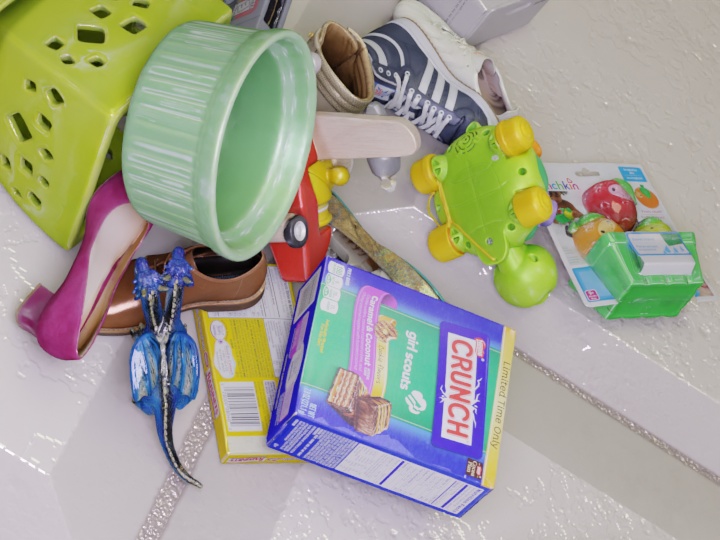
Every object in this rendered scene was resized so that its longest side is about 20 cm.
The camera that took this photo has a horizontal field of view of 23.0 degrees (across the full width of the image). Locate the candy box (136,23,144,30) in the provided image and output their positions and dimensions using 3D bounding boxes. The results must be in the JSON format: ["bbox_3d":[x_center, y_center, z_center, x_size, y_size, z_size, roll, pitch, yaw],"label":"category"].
[{"bbox_3d":[-0.182,-0.329,1.756,0.071,0.200,0.169,24,50,-12],"label":"candy box"}]

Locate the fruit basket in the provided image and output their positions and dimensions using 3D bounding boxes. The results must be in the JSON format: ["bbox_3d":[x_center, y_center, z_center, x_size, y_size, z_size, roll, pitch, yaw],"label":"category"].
[{"bbox_3d":[0.281,-0.046,1.921,0.184,0.094,0.202,0,56,-31],"label":"fruit basket"}]

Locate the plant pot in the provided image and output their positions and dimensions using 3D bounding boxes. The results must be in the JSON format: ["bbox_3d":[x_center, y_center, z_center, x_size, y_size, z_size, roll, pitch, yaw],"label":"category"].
[{"bbox_3d":[-0.260,-0.176,1.613,0.181,0.201,0.199,35,48,6],"label":"plant pot"}]

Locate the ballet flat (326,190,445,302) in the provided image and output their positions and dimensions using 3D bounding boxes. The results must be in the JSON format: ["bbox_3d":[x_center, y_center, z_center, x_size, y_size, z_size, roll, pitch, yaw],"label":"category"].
[{"bbox_3d":[0.000,0.000,1.723,0.070,0.071,0.200,-24,60,-40],"label":"ballet flat"}]

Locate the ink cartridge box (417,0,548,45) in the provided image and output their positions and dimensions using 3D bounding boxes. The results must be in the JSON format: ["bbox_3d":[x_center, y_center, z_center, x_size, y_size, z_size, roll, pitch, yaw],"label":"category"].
[{"bbox_3d":[0.114,-0.366,2.040,0.145,0.084,0.201,-26,75,-40],"label":"ink cartridge box"}]

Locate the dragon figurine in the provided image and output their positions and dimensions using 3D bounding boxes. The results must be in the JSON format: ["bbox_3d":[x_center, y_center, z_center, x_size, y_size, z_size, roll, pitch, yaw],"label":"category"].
[{"bbox_3d":[-0.169,0.084,1.524,0.058,0.099,0.202,-2,79,-7],"label":"dragon figurine"}]

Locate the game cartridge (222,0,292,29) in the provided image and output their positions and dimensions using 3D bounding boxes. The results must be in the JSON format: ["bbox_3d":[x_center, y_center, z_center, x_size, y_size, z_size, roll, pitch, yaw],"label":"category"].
[{"bbox_3d":[-0.128,-0.264,1.793,0.041,0.132,0.201,45,40,-31],"label":"game cartridge"}]

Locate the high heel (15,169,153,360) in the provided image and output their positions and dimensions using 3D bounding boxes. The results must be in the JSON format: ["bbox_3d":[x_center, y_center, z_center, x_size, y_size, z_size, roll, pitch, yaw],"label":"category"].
[{"bbox_3d":[-0.213,-0.011,1.534,0.200,0.096,0.068,-48,133,-16],"label":"high heel"}]

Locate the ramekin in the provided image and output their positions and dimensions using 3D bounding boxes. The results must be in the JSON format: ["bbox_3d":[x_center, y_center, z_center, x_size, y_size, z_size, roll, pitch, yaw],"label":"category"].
[{"bbox_3d":[-0.122,-0.117,1.522,0.097,0.201,0.201,16,45,19],"label":"ramekin"}]

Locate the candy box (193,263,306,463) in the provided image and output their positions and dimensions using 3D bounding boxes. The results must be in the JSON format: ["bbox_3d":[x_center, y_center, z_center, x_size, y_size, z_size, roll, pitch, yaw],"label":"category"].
[{"bbox_3d":[-0.098,0.083,1.644,0.101,0.026,0.202,4,58,-29],"label":"candy box"}]

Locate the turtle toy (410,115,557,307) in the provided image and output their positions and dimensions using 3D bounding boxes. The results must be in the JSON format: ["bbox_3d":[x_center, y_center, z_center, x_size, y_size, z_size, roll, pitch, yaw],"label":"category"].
[{"bbox_3d":[0.145,-0.059,1.828,0.101,0.145,0.202,4,68,-56],"label":"turtle toy"}]

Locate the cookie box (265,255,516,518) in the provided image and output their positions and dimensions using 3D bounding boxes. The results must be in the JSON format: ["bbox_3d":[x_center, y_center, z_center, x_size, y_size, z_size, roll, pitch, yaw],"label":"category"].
[{"bbox_3d":[0.031,0.105,1.602,0.198,0.075,0.173,22,55,-16],"label":"cookie box"}]

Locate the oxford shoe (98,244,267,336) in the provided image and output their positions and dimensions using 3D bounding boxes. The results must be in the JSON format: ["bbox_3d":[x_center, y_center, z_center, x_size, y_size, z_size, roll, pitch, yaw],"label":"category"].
[{"bbox_3d":[-0.179,0.006,1.604,0.198,0.071,0.072,-13,65,-18],"label":"oxford shoe"}]

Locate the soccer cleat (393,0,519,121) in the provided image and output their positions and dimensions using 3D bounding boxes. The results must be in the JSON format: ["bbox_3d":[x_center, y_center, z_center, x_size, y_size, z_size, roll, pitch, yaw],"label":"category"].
[{"bbox_3d":[0.109,-0.228,1.947,0.069,0.078,0.201,-21,72,-39],"label":"soccer cleat"}]

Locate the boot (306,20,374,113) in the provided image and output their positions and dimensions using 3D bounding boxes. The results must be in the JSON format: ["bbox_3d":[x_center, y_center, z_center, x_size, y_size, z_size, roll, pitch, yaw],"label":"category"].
[{"bbox_3d":[-0.065,-0.210,1.776,0.072,0.156,0.201,-9,65,-35],"label":"boot"}]

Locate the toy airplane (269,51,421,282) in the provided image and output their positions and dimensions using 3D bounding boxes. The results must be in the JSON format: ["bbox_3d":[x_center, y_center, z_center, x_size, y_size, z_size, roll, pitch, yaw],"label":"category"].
[{"bbox_3d":[-0.056,-0.117,1.677,0.200,0.200,0.141,48,25,21],"label":"toy airplane"}]

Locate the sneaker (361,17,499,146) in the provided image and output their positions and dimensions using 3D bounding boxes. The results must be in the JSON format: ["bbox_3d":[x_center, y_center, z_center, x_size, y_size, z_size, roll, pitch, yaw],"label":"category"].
[{"bbox_3d":[0.061,-0.178,1.890,0.108,0.070,0.201,-24,69,-42],"label":"sneaker"}]
